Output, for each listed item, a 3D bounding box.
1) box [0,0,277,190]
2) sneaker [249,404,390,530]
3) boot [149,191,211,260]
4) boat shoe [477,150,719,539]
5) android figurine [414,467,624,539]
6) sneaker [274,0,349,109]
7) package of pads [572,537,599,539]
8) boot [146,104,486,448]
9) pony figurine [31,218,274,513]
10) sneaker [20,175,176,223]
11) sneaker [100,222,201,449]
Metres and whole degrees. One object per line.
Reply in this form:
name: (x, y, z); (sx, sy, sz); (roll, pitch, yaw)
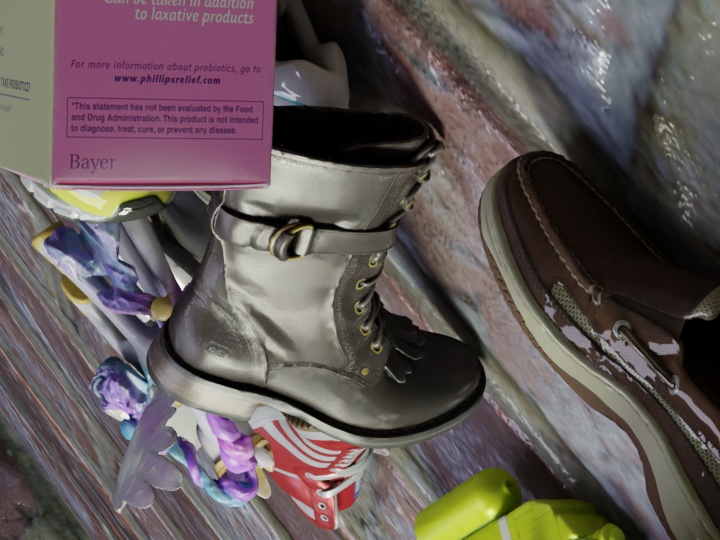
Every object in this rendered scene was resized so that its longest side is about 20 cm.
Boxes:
box: (-0.109, -0.142, 0.841); (0.176, 0.096, 0.202); (-163, 73, -64)
sneaker: (-0.008, 0.105, 1.223); (0.113, 0.071, 0.199); (49, 155, -21)
boot: (-0.094, -0.058, 1.152); (0.201, 0.072, 0.183); (97, 150, -56)
boat shoe: (0.122, 0.026, 0.742); (0.203, 0.074, 0.075); (56, 133, 20)
android figurine: (0.081, 0.195, 1.025); (0.200, 0.041, 0.183); (-39, 55, 47)
sneaker: (-0.067, -0.130, 0.973); (0.200, 0.070, 0.081); (45, 145, 25)
package of pads: (0.160, 0.163, 0.697); (0.198, 0.069, 0.155); (8, 149, 10)
boot: (0.000, 0.000, 0.947); (0.175, 0.198, 0.070); (-63, 33, 37)
pony figurine: (-0.100, 0.045, 1.113); (0.201, 0.166, 0.193); (55, 169, 0)
sneaker: (-0.149, -0.107, 1.028); (0.091, 0.078, 0.201); (101, 148, -44)
sneaker: (-0.132, 0.050, 1.290); (0.200, 0.115, 0.074); (48, -177, -44)
